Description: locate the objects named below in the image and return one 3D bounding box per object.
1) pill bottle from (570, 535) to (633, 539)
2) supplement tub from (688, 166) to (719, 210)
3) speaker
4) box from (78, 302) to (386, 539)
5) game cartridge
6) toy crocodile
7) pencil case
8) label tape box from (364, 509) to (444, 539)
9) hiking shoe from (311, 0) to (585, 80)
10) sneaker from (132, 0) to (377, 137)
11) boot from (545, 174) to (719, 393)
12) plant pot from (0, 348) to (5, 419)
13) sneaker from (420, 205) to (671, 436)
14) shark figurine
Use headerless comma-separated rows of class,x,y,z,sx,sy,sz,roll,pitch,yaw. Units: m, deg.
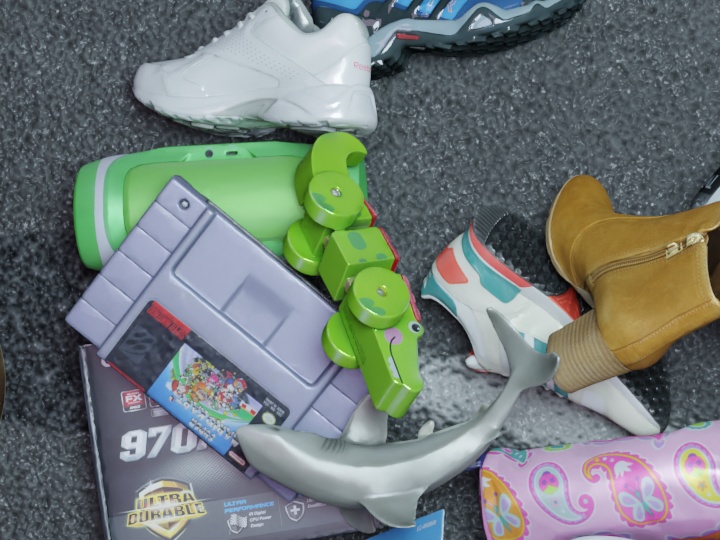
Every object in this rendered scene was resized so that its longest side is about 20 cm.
pill bottle,0.156,0.282,1.123,0.111,0.112,0.202,13,103,5
supplement tub,0.305,-0.051,1.182,0.122,0.123,0.200,41,90,6
speaker,-0.095,-0.042,1.233,0.198,0.088,0.090,-3,86,5
box,-0.088,0.116,1.241,0.198,0.046,0.161,-9,86,4
game cartridge,-0.086,0.049,1.187,0.199,0.038,0.130,39,94,-2
toy crocodile,0.000,0.000,1.130,0.061,0.068,0.201,-7,56,-26
pencil case,0.175,0.147,1.184,0.198,0.087,0.088,-9,85,17
label tape box,0.036,0.275,1.164,0.066,0.143,0.202,17,61,-30
hiking shoe,0.057,-0.193,1.235,0.198,0.074,0.088,-11,86,4
sneaker,-0.070,-0.144,1.224,0.198,0.078,0.101,5,86,29
boot,0.192,-0.016,1.146,0.143,0.202,0.071,-31,120,33
plant pot,-0.358,0.077,1.189,0.185,0.200,0.189,0,86,5
sneaker,0.127,0.050,1.227,0.200,0.070,0.093,43,126,-9
shark figurine,0.041,0.124,1.142,0.213,0.090,0.129,-22,119,5
